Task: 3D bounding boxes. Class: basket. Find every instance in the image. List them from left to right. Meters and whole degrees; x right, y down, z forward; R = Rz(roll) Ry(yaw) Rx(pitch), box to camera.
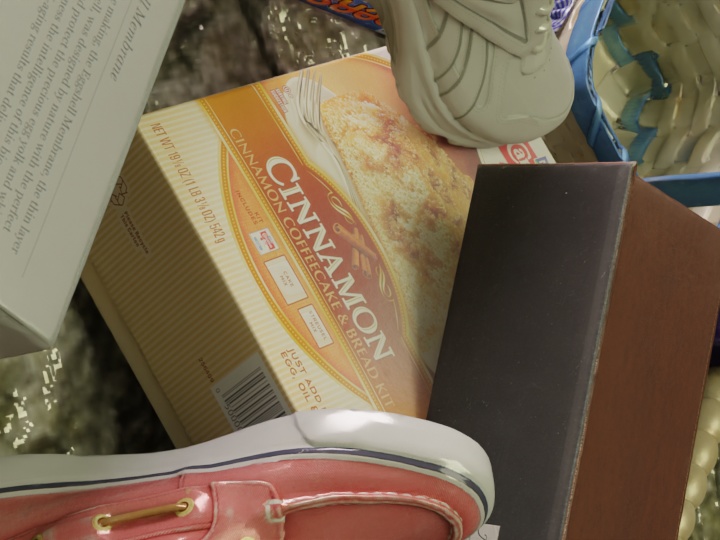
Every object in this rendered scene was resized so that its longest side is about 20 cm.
[{"bbox_3d":[0.152,-0.086,1.035,0.139,0.200,0.176,57,46,-29],"label":"basket"}]

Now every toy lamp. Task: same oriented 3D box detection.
[{"bbox_3d":[0.155,0.091,1.111,0.058,0.058,0.200,46,55,-29],"label":"toy lamp"}]

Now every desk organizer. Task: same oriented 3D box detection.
[{"bbox_3d":[0.073,0.067,0.860,0.077,0.072,0.200,27,71,-46],"label":"desk organizer"}]

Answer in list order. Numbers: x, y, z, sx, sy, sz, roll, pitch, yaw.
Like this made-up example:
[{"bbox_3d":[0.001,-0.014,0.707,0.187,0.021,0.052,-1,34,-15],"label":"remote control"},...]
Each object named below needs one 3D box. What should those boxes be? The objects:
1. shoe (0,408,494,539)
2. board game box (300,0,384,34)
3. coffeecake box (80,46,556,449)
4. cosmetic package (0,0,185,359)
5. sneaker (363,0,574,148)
[{"bbox_3d":[-0.053,0.107,0.794,0.091,0.200,0.071,-87,168,-44],"label":"shoe"},{"bbox_3d":[0.009,-0.207,1.035,0.135,0.034,0.200,18,70,-41],"label":"board game box"},{"bbox_3d":[0.000,0.000,0.928,0.200,0.073,0.154,-21,77,-46],"label":"coffeecake box"},{"bbox_3d":[-0.173,-0.099,0.768,0.200,0.123,0.199,37,57,-33],"label":"cosmetic package"},{"bbox_3d":[0.051,-0.112,0.885,0.200,0.099,0.078,46,40,-51],"label":"sneaker"}]
